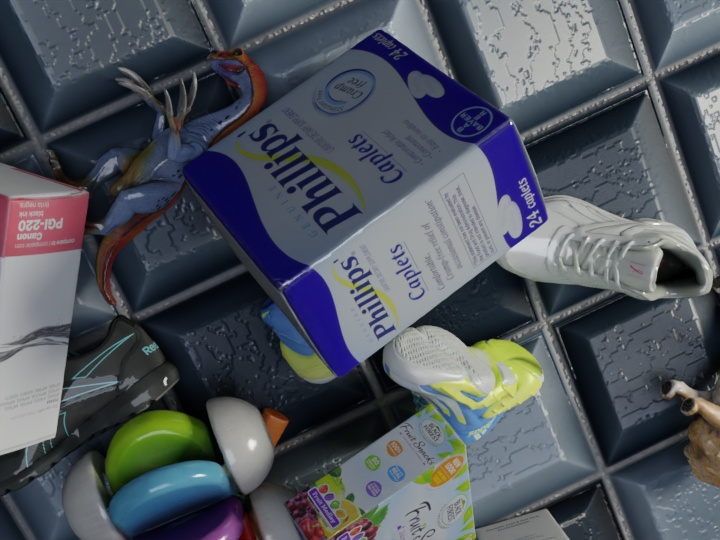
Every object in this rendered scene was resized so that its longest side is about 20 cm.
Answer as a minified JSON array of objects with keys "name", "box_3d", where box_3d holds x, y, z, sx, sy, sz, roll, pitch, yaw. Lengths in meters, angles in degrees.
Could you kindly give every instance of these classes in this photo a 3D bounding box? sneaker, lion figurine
[{"name":"sneaker","box_3d":[0.074,0.109,0.903,0.200,0.076,0.105,12,119,-46]},{"name":"sneaker","box_3d":[0.212,-0.016,0.914,0.199,0.099,0.078,4,104,-11]},{"name":"sneaker","box_3d":[0.000,0.000,0.886,0.200,0.076,0.105,-44,107,4]},{"name":"sneaker","box_3d":[-0.251,0.116,0.891,0.200,0.075,0.079,-34,94,-7]},{"name":"lion figurine","box_3d":[0.352,0.101,0.986,0.122,0.072,0.200,29,94,-23]}]

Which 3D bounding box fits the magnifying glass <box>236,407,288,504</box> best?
[{"name":"magnifying glass","box_3d":[-0.121,0.213,0.956,0.079,0.022,0.201,27,98,-15]}]

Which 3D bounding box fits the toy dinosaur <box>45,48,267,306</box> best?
[{"name":"toy dinosaur","box_3d":[-0.155,-0.097,0.861,0.181,0.105,0.200,-21,141,-13]}]

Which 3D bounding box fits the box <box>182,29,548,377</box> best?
[{"name":"box","box_3d":[0.000,-0.057,0.800,0.200,0.184,0.105,-37,134,-7]}]

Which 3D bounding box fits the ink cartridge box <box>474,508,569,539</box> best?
[{"name":"ink cartridge box","box_3d":[0.172,0.328,0.944,0.084,0.200,0.145,-15,107,-6]}]

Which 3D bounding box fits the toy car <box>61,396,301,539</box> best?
[{"name":"toy car","box_3d":[-0.137,0.213,0.863,0.174,0.150,0.201,-22,110,-3]}]

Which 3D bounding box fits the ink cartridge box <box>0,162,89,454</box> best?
[{"name":"ink cartridge box","box_3d":[-0.297,0.022,0.810,0.145,0.085,0.201,17,105,26]}]

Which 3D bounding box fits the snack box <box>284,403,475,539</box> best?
[{"name":"snack box","box_3d":[0.024,0.210,0.895,0.142,0.053,0.200,-34,148,-14]}]
